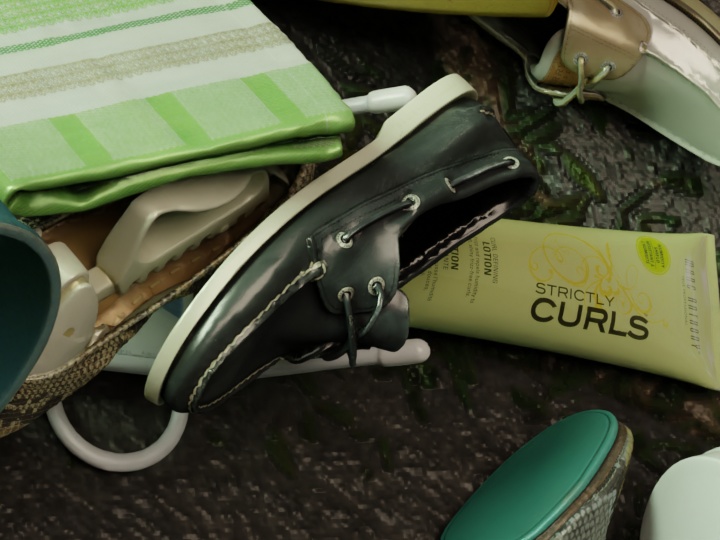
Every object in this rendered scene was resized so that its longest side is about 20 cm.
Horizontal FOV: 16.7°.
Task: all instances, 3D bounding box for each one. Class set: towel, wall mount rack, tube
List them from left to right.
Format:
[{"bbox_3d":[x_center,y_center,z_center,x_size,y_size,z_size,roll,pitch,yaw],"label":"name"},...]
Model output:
[{"bbox_3d":[-0.108,-0.084,0.964,0.148,0.031,0.200,-14,38,-22],"label":"towel"},{"bbox_3d":[-0.066,-0.018,1.023,0.173,0.075,0.201,7,68,-22],"label":"wall mount rack"},{"bbox_3d":[0.081,0.006,1.098,0.199,0.052,0.058,9,109,-26],"label":"tube"}]

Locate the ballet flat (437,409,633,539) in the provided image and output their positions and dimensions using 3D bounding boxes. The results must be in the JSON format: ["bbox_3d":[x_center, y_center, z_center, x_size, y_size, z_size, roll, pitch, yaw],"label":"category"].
[{"bbox_3d":[0.052,0.140,1.028,0.200,0.072,0.072,-40,89,-31],"label":"ballet flat"}]

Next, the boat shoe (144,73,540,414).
[{"bbox_3d":[0.000,0.001,0.961,0.066,0.075,0.199,40,52,12],"label":"boat shoe"}]

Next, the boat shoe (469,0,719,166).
[{"bbox_3d":[0.105,-0.109,1.144,0.200,0.075,0.068,39,60,7],"label":"boat shoe"}]

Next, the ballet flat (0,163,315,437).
[{"bbox_3d":[-0.096,-0.005,0.927,0.200,0.075,0.068,-34,84,-27],"label":"ballet flat"}]

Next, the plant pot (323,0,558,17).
[{"bbox_3d":[0.038,-0.226,1.056,0.175,0.200,0.201,23,60,6],"label":"plant pot"}]

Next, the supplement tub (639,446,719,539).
[{"bbox_3d":[0.236,0.126,1.062,0.199,0.145,0.146,-7,73,-27],"label":"supplement tub"}]

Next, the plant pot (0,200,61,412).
[{"bbox_3d":[-0.236,-0.015,0.830,0.199,0.200,0.188,-27,67,-30],"label":"plant pot"}]
